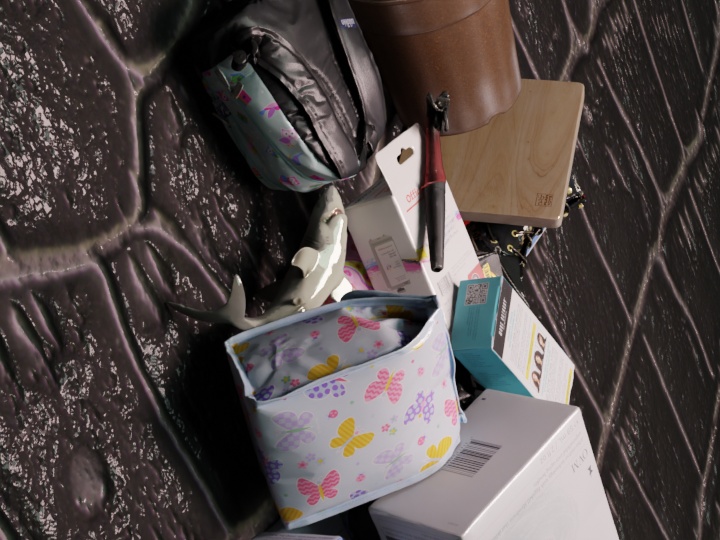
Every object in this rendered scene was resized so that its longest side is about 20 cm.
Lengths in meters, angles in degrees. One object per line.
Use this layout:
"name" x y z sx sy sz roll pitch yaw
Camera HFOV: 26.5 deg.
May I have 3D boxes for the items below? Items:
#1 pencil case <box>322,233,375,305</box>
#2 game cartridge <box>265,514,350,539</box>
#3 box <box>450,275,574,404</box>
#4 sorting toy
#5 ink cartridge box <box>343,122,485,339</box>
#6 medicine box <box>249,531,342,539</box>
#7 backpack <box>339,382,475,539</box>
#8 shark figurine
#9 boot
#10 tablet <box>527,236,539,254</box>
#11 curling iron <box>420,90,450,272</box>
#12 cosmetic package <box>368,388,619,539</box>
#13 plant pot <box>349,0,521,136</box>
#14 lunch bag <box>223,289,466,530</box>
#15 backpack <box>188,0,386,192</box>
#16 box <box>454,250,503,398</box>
"pencil case" 0.000 0.000 1.603 0.200 0.087 0.088 -39 117 -57
"game cartridge" -0.041 0.333 1.511 0.133 0.041 0.201 -32 112 -53
"box" 0.159 0.091 1.573 0.200 0.049 0.083 47 46 -47
"sorting toy" 0.152 -0.129 1.797 0.070 0.197 0.201 74 26 -55
"ink cartridge box" 0.051 -0.035 1.552 0.116 0.067 0.201 -41 112 -56
"medicine box" -0.088 0.354 1.340 0.200 0.102 0.183 -27 107 -51
"backpack" 0.080 0.240 1.611 0.200 0.146 0.184 45 60 -39
"shark figurine" -0.083 0.023 1.456 0.214 0.089 0.129 -41 121 -43
"boot" 0.200 -0.049 1.816 0.074 0.153 0.204 53 10 -40
"tablet" 0.229 -0.110 2.084 0.200 0.014 0.131 -48 125 -53
"curling iron" 0.073 -0.092 1.516 0.050 0.025 0.201 91 2 -67
"cosmetic package" 0.138 0.259 1.477 0.199 0.122 0.201 -41 124 -35
"plant pot" 0.088 -0.273 1.723 0.201 0.199 0.199 -64 145 -43
"lunch bag" -0.007 0.119 1.413 0.127 0.199 0.170 -119 -167 -51
"backpack" -0.066 -0.175 1.477 0.167 0.126 0.201 -47 115 -36
"box" 0.112 0.076 1.705 0.049 0.159 0.201 -19 103 -29
